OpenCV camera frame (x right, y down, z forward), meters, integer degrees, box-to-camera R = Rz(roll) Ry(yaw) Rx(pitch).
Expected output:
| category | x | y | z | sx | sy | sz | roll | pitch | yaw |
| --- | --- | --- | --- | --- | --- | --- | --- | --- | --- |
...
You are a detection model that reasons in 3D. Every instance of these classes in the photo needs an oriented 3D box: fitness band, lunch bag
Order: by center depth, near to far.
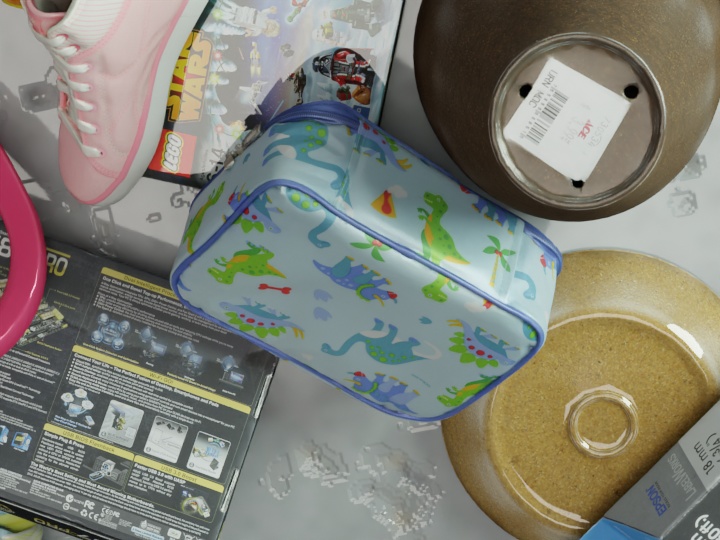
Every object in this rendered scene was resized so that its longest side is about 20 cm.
| category | x | y | z | sx | sy | sz | roll | pitch | yaw |
| --- | --- | --- | --- | --- | --- | --- | --- | --- | --- |
| lunch bag | 0.000 | 0.000 | 1.369 | 0.199 | 0.083 | 0.161 | 29 | 140 | -17 |
| fitness band | -0.268 | -0.029 | 1.402 | 0.143 | 0.037 | 0.201 | -28 | 76 | -9 |

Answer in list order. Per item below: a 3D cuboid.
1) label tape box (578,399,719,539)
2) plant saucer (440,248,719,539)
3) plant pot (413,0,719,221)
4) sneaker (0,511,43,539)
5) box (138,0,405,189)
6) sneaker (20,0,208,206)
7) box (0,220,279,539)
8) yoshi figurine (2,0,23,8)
| category | x | y | z | sx | sy | sz | roll | pitch | yaw |
| --- | --- | --- | --- | --- | --- | --- | --- | --- | --- |
| label tape box | 0.239 | 0.156 | 1.422 | 0.144 | 0.063 | 0.200 | 37 | 104 | -26 |
| plant saucer | 0.146 | 0.089 | 1.448 | 0.198 | 0.035 | 0.202 | 1 | 106 | 4 |
| plant pot | 0.116 | -0.102 | 1.314 | 0.185 | 0.200 | 0.189 | 1 | 105 | 4 |
| sneaker | -0.210 | 0.168 | 1.473 | 0.200 | 0.080 | 0.131 | 43 | 105 | -8 |
| box | -0.046 | -0.140 | 1.398 | 0.136 | 0.040 | 0.202 | 12 | 106 | 2 |
| sneaker | -0.158 | -0.124 | 1.358 | 0.104 | 0.075 | 0.201 | -3 | 132 | -38 |
| box | -0.160 | 0.076 | 1.422 | 0.198 | 0.049 | 0.162 | 19 | 75 | -2 |
| yoshi figurine | -0.202 | -0.259 | 1.361 | 0.112 | 0.112 | 0.202 | -12 | 120 | -27 |
